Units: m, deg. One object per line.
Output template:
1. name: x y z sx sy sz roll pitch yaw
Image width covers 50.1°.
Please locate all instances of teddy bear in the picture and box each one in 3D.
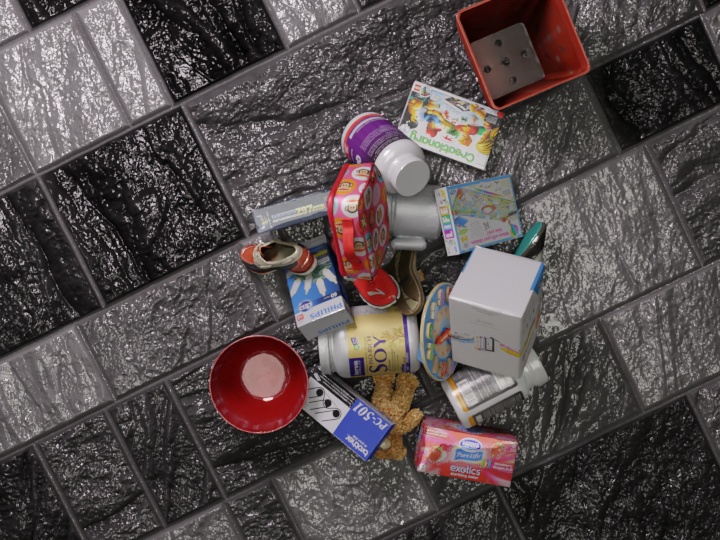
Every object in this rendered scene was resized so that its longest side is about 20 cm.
1. teddy bear: 0.060 0.302 1.622 0.145 0.067 0.200 27 92 1

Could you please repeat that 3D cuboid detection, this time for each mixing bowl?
1. mixing bowl: -0.204 0.227 1.596 0.200 0.108 0.200 0 93 0

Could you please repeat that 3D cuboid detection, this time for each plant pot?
1. plant pot: 0.304 -0.432 1.528 0.200 0.176 0.200 -23 93 0

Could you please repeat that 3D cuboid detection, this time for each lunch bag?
1. lunch bag: -0.003 -0.082 1.433 0.082 0.176 0.200 2 130 16

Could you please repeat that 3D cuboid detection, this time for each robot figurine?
1. robot figurine: 0.101 -0.123 1.575 0.200 0.113 0.170 3 73 -1

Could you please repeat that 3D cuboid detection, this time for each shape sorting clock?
1. shape sorting clock: 0.170 0.124 1.557 0.039 0.200 0.200 7 94 31

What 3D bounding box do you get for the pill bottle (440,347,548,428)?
1. pill bottle: 0.277 0.233 1.595 0.200 0.116 0.116 -28 93 1

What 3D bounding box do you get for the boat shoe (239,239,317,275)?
1. boat shoe: -0.178 -0.031 1.555 0.200 0.063 0.071 7 70 40

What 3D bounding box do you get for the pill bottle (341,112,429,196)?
1. pill bottle: 0.051 -0.227 1.521 0.112 0.200 0.113 -18 131 -22

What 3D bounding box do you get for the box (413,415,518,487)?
1. box: 0.218 0.377 1.612 0.200 0.095 0.100 11 93 -1

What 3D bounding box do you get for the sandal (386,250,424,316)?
1. sandal: 0.102 0.021 1.566 0.054 0.200 0.080 30 122 -32

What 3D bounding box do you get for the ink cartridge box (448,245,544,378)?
1. ink cartridge box: 0.268 0.085 1.510 0.145 0.200 0.147 15 52 22

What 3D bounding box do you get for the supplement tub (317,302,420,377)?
1. supplement tub: 0.017 0.143 1.574 0.200 0.145 0.146 -5 93 0

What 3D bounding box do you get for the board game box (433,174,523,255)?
1. board game box: 0.241 -0.115 1.557 0.200 0.034 0.135 -15 94 -39

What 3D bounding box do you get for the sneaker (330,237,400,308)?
1. sneaker: 0.000 0.000 1.554 0.077 0.085 0.200 -44 57 1

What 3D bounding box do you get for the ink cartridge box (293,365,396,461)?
1. ink cartridge box: -0.034 0.294 1.600 0.200 0.044 0.094 37 95 18

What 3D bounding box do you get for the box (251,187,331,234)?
1. box: -0.126 -0.120 1.531 0.158 0.200 0.051 -16 96 1

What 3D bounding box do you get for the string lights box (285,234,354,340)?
1. string lights box: -0.088 0.032 1.549 0.103 0.059 0.200 -22 51 6

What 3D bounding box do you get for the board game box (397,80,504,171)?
1. board game box: 0.184 -0.300 1.605 0.200 0.035 0.126 19 93 -1

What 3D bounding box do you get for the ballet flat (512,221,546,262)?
1. ballet flat: 0.333 -0.011 1.612 0.068 0.068 0.200 39 103 -12
